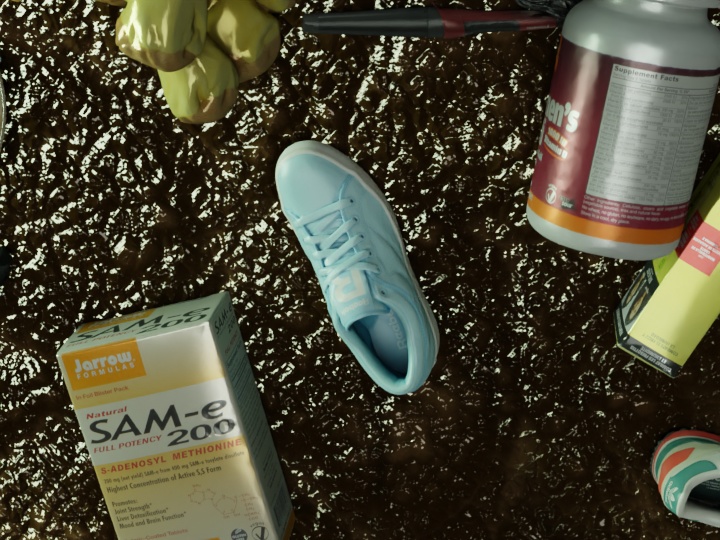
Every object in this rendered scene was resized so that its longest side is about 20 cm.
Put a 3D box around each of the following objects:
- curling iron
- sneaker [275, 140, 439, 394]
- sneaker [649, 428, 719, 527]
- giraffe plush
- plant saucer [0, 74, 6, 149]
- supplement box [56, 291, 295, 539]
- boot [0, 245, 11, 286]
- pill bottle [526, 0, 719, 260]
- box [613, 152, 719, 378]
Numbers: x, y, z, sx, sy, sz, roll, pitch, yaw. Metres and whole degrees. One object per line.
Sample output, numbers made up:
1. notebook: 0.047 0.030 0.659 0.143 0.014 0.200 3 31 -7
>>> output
1. curling iron: 0.058 -0.183 1.037 0.198 0.026 0.050 -6 114 8
2. sneaker: 0.000 0.000 1.075 0.074 0.082 0.201 -30 102 14
3. sneaker: 0.313 0.171 1.086 0.198 0.093 0.071 9 109 4
4. giraffe plush: -0.151 -0.214 0.995 0.161 0.173 0.201 15 142 26
5. plant saucer: -0.354 -0.108 1.071 0.198 0.032 0.202 1 78 -6
6. supplement box: -0.138 0.130 1.139 0.125 0.074 0.201 -13 106 10
7. boot: -0.380 0.031 1.134 0.199 0.076 0.169 23 106 -7
8. pill bottle: 0.181 -0.117 0.999 0.109 0.110 0.202 10 109 3
9. box: 0.251 -0.027 1.040 0.050 0.075 0.201 30 110 -3
